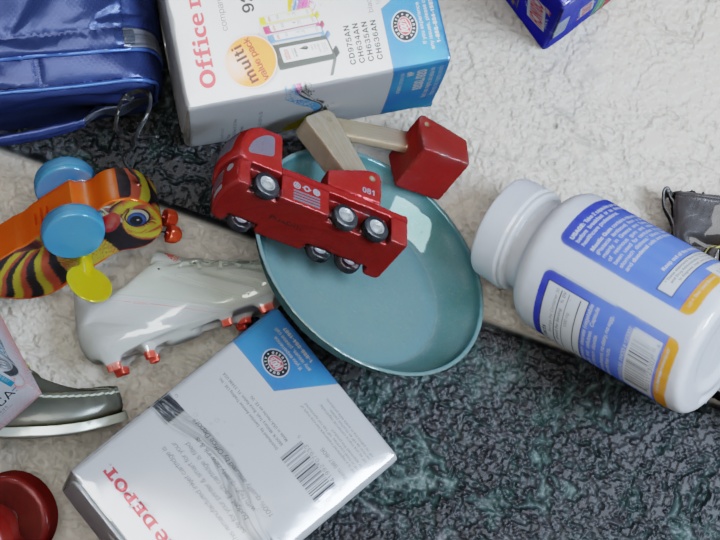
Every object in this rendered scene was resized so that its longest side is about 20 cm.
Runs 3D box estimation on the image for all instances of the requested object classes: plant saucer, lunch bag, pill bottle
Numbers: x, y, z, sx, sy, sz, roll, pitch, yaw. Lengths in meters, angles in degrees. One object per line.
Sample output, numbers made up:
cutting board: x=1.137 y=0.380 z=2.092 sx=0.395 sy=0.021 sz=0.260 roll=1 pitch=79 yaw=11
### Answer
plant saucer: x=0.000 y=0.000 z=1.639 sx=0.199 sy=0.036 sz=0.201 roll=20 pitch=47 yaw=-23
lunch bag: x=-0.247 y=-0.164 z=1.635 sx=0.198 sy=0.136 sz=0.133 roll=-8 pitch=82 yaw=-5
pill bottle: x=0.184 y=0.012 z=1.631 sx=0.199 sy=0.112 sz=0.112 roll=31 pitch=80 yaw=26

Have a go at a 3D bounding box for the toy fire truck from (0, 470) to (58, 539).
toy fire truck: x=-0.270 y=0.255 z=1.602 sx=0.200 sy=0.112 sz=0.168 roll=45 pitch=105 yaw=4

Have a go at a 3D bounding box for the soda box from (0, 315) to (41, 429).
soda box: x=-0.306 y=0.029 z=1.588 sx=0.064 sy=0.068 sz=0.200 roll=-41 pitch=54 yaw=8

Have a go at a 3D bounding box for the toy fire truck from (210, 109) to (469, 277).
toy fire truck: x=-0.015 y=-0.071 z=1.621 sx=0.199 sy=0.049 sz=0.142 roll=21 pitch=46 yaw=-22

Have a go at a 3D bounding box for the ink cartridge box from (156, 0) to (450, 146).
ink cartridge box: x=-0.050 y=-0.191 z=1.649 sx=0.198 sy=0.145 sz=0.148 roll=-11 pitch=83 yaw=-6

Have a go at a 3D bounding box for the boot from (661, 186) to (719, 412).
boot: x=0.312 y=0.030 z=1.682 sx=0.198 sy=0.069 sz=0.175 roll=15 pitch=82 yaw=0

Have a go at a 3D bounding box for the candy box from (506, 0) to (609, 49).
candy box: x=0.114 y=-0.279 z=1.661 sx=0.077 sy=0.169 sz=0.201 roll=-35 pitch=86 yaw=-4

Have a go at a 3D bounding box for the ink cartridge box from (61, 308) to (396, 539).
ink cartridge box: x=-0.098 y=0.150 z=1.612 sx=0.200 sy=0.084 sz=0.145 roll=-38 pitch=86 yaw=-20

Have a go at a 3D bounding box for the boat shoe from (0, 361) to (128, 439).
boat shoe: x=-0.273 y=0.096 z=1.630 sx=0.200 sy=0.072 sz=0.061 roll=-3 pitch=87 yaw=-1

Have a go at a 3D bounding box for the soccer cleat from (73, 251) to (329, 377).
soccer cleat: x=-0.120 y=0.014 z=1.656 sx=0.199 sy=0.069 sz=0.078 roll=-20 pitch=80 yaw=-4

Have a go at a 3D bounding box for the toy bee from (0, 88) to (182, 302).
toy bee: x=-0.190 y=-0.032 z=1.632 sx=0.108 sy=0.199 sz=0.132 roll=31 pitch=52 yaw=-38
